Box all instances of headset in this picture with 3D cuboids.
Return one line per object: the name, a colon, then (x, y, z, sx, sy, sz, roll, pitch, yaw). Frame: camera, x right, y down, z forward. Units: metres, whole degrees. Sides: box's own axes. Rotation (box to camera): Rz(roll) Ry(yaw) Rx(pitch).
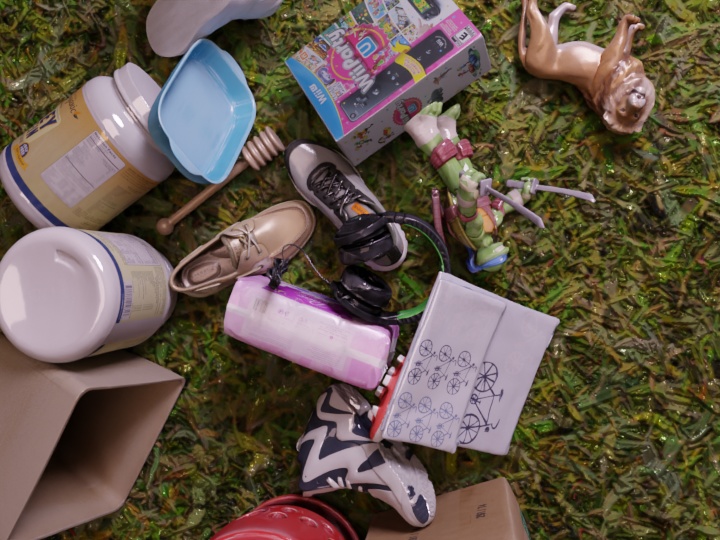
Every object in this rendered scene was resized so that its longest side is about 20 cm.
headset: (0.000, 0.000, 0.753, 0.197, 0.094, 0.125, 3, 106, 5)

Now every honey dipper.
honey dipper: (-0.183, -0.108, 0.881, 0.199, 0.038, 0.038, -38, 85, 9)

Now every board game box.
board game box: (0.030, -0.244, 0.813, 0.199, 0.064, 0.148, -36, 62, 7)

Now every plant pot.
plant pot: (-0.093, 0.367, 0.793, 0.197, 0.182, 0.204, 0, 91, 7)
plant pot: (-0.373, 0.178, 0.836, 0.176, 0.200, 0.202, 30, 95, 18)

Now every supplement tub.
supplement tub: (-0.313, 0.026, 0.815, 0.143, 0.200, 0.147, 0, 90, 8)
supplement tub: (-0.320, -0.144, 0.845, 0.199, 0.144, 0.145, -35, 85, 6)

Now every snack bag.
snack bag: (0.131, 0.119, 0.782, 0.198, 0.021, 0.191, 20, 92, -31)

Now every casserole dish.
casserole dish: (-0.189, -0.186, 0.818, 0.038, 0.202, 0.121, -14, 133, 29)

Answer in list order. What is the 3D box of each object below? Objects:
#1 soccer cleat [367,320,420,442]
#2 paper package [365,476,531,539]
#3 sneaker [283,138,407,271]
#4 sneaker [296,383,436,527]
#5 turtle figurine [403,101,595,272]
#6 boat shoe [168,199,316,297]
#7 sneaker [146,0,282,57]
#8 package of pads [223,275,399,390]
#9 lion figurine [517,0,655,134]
soccer cleat: (0.080, 0.120, 0.801, 0.085, 0.069, 0.201, 32, 66, 5)
paper package: (0.099, 0.330, 0.757, 0.188, 0.200, 0.105, -18, 88, 8)
sneaker: (-0.016, -0.086, 0.831, 0.074, 0.079, 0.200, -43, 85, -2)
sneaker: (-0.008, 0.248, 0.819, 0.199, 0.079, 0.130, 45, 106, 24)
turtle figurine: (0.150, -0.112, 0.782, 0.143, 0.200, 0.195, -26, 81, -27)
boat shoe: (-0.147, -0.025, 0.859, 0.198, 0.065, 0.073, -27, 86, 5)
sneaker: (-0.177, -0.323, 0.861, 0.198, 0.115, 0.075, -7, 103, 43)
package of pads: (-0.054, 0.070, 0.819, 0.197, 0.120, 0.077, 19, 94, 7)
lion figurine: (0.256, -0.246, 0.808, 0.198, 0.072, 0.124, 26, 107, 21)
